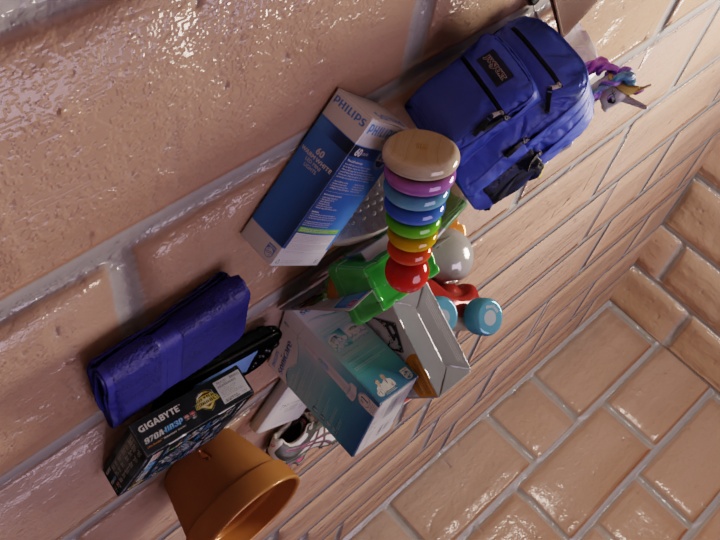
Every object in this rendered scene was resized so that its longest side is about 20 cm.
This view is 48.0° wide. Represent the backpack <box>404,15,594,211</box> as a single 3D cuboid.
[{"bbox_3d":[0.173,-0.193,0.952,0.199,0.163,0.168,-35,162,8],"label":"backpack"}]

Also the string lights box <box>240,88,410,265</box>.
[{"bbox_3d":[-0.038,-0.099,0.915,0.200,0.059,0.103,-53,158,18],"label":"string lights box"}]

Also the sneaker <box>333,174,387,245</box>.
[{"bbox_3d":[0.028,-0.083,1.061,0.200,0.076,0.081,-34,166,-26],"label":"sneaker"}]

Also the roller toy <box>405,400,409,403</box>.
[{"bbox_3d":[0.075,0.157,1.488,0.182,0.140,0.200,-42,158,-12],"label":"roller toy"}]

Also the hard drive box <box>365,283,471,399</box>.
[{"bbox_3d":[0.047,0.109,1.208,0.077,0.157,0.200,-32,-172,-33],"label":"hard drive box"}]

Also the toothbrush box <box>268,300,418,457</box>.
[{"bbox_3d":[-0.031,0.145,1.177,0.085,0.200,0.147,-30,153,-38],"label":"toothbrush box"}]

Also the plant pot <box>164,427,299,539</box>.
[{"bbox_3d":[-0.214,0.347,1.280,0.200,0.140,0.200,-38,158,-18],"label":"plant pot"}]

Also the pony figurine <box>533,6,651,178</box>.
[{"bbox_3d":[0.267,-0.250,1.089,0.200,0.194,0.166,-37,165,36],"label":"pony figurine"}]

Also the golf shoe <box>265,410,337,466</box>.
[{"bbox_3d":[-0.089,0.296,1.526,0.200,0.077,0.088,-34,149,-31],"label":"golf shoe"}]

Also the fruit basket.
[{"bbox_3d":[0.000,0.000,1.086,0.185,0.094,0.200,-33,-161,-28],"label":"fruit basket"}]

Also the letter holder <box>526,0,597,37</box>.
[{"bbox_3d":[0.250,-0.382,0.894,0.200,0.101,0.142,-50,161,10],"label":"letter holder"}]

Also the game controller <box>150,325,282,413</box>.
[{"bbox_3d":[-0.191,0.138,1.081,0.199,0.042,0.105,-27,152,-40],"label":"game controller"}]

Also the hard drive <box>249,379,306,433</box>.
[{"bbox_3d":[-0.096,0.187,1.375,0.200,0.026,0.132,-55,158,22],"label":"hard drive"}]

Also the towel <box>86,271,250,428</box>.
[{"bbox_3d":[-0.220,0.088,0.934,0.200,0.050,0.148,-35,164,-29],"label":"towel"}]

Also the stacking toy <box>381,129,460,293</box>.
[{"bbox_3d":[0.060,-0.054,0.922,0.085,0.085,0.201,-30,140,-35],"label":"stacking toy"}]

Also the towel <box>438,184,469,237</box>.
[{"bbox_3d":[0.095,-0.057,1.213,0.200,0.023,0.153,-47,-172,5],"label":"towel"}]

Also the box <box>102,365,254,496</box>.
[{"bbox_3d":[-0.237,0.209,1.042,0.159,0.046,0.200,-28,168,-35],"label":"box"}]

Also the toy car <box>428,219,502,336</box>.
[{"bbox_3d":[0.122,0.001,1.330,0.176,0.184,0.202,3,89,-30],"label":"toy car"}]
